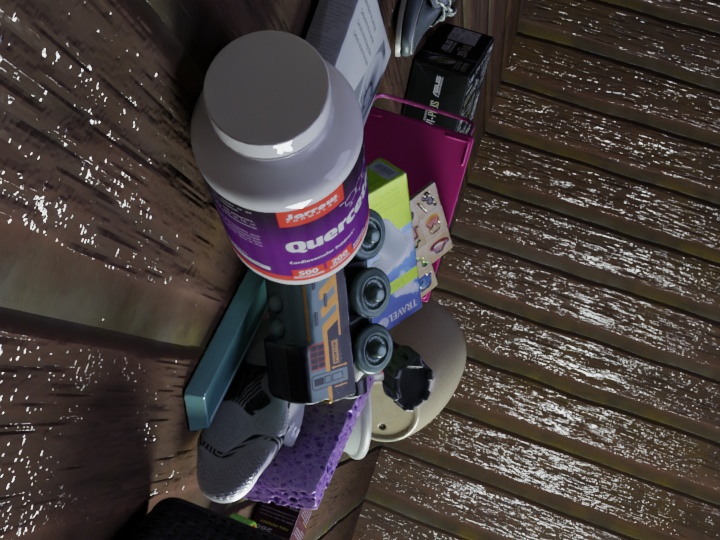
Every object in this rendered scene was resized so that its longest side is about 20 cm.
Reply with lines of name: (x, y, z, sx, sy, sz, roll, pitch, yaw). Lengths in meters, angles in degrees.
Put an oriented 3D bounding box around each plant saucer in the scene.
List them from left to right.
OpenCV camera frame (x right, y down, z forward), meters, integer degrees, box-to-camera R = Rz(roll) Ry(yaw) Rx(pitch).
plant saucer: (-0.105, 0.046, 0.889, 0.070, 0.019, 0.201, 95, 16, -54)
plant saucer: (-0.037, 0.134, 1.224, 0.200, 0.049, 0.203, 172, -90, -75)

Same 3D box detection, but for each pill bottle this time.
pill bottle: (-0.051, -0.073, 0.676, 0.200, 0.111, 0.114, 83, 27, -70)

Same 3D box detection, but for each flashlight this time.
flashlight: (0.032, 0.116, 1.168, 0.068, 0.068, 0.200, -42, -164, -4)

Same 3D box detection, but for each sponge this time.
sponge: (-0.066, 0.165, 1.059, 0.201, 0.110, 0.030, -61, 152, -52)

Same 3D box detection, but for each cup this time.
cup: (0.039, 0.147, 1.350, 0.144, 0.197, 0.202, -69, 173, -57)

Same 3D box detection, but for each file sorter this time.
file sorter: (0.048, -0.095, 1.189, 0.126, 0.137, 0.203, -59, 165, -67)

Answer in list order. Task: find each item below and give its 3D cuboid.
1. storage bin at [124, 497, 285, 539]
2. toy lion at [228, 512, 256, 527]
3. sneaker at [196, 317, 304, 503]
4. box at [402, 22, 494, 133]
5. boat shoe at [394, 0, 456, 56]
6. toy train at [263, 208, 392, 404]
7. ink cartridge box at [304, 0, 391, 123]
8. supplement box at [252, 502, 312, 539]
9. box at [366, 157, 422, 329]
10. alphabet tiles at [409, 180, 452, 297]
storage bin: (-0.139, 0.303, 0.792, 0.094, 0.133, 0.203, -44, 151, -70)
toy lion: (-0.157, 0.368, 1.093, 0.192, 0.068, 0.203, 36, 72, -74)
sneaker: (-0.097, 0.151, 0.952, 0.116, 0.074, 0.201, 94, 13, -49)
box: (0.126, -0.260, 1.505, 0.201, 0.085, 0.166, -59, 164, -55)
boat shoe: (0.092, -0.340, 1.209, 0.073, 0.061, 0.202, 90, 19, -64)
toy train: (-0.035, 0.024, 0.889, 0.113, 0.085, 0.203, -15, 106, -39)
ink cartridge box: (-0.010, -0.199, 0.914, 0.200, 0.040, 0.203, 40, 68, -81)
supplement box: (-0.085, 0.281, 1.341, 0.109, 0.060, 0.202, 85, 23, -66)
box: (0.000, 0.000, 1.027, 0.121, 0.048, 0.202, -31, 133, -25)
alphabet tiles: (0.017, -0.004, 1.079, 0.199, 0.008, 0.168, -38, 135, -17)
